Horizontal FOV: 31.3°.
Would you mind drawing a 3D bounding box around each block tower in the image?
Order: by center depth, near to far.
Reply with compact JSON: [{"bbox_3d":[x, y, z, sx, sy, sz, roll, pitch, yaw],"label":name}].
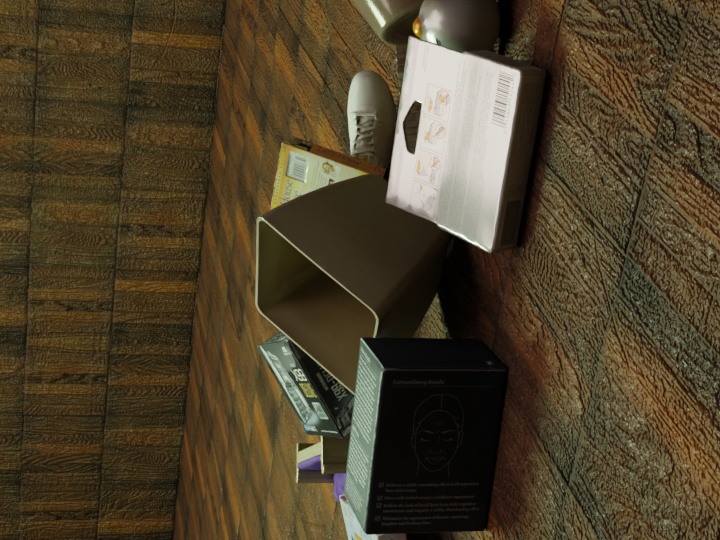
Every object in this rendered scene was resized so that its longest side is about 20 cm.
[{"bbox_3d":[0.076,-0.236,1.659,0.054,0.057,0.202,67,-162,-67],"label":"block tower"}]

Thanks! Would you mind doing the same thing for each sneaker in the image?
[{"bbox_3d":[0.012,-0.179,1.831,0.116,0.073,0.202,-63,-29,-73],"label":"sneaker"}]

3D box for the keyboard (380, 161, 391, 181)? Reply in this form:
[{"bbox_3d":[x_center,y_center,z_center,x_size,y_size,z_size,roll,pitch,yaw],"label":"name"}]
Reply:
[{"bbox_3d":[0.046,-0.092,1.711,0.201,0.103,0.040,112,-176,-59],"label":"keyboard"}]

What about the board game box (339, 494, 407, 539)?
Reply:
[{"bbox_3d":[0.033,0.412,1.700,0.200,0.041,0.202,-159,56,-74],"label":"board game box"}]

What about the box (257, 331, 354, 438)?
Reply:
[{"bbox_3d":[-0.072,0.161,1.864,0.159,0.050,0.200,60,163,-4],"label":"box"}]

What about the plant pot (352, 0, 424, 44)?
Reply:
[{"bbox_3d":[0.046,-0.385,1.611,0.200,0.198,0.176,130,123,-66],"label":"plant pot"}]

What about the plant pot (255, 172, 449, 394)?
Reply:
[{"bbox_3d":[0.000,0.000,1.602,0.199,0.177,0.201,39,151,21],"label":"plant pot"}]

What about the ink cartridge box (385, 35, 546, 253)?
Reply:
[{"bbox_3d":[0.113,-0.144,1.421,0.176,0.044,0.202,28,119,43],"label":"ink cartridge box"}]

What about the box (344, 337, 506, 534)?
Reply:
[{"bbox_3d":[0.071,0.188,1.474,0.107,0.147,0.202,-131,46,-68],"label":"box"}]

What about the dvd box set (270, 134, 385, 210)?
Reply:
[{"bbox_3d":[-0.027,-0.093,1.803,0.029,0.198,0.147,-58,-16,-52],"label":"dvd box set"}]

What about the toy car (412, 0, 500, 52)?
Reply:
[{"bbox_3d":[0.092,-0.305,1.457,0.184,0.175,0.202,-147,48,-70],"label":"toy car"}]

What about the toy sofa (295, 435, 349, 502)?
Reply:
[{"bbox_3d":[-0.043,0.309,2.010,0.200,0.082,0.099,139,132,-70],"label":"toy sofa"}]
